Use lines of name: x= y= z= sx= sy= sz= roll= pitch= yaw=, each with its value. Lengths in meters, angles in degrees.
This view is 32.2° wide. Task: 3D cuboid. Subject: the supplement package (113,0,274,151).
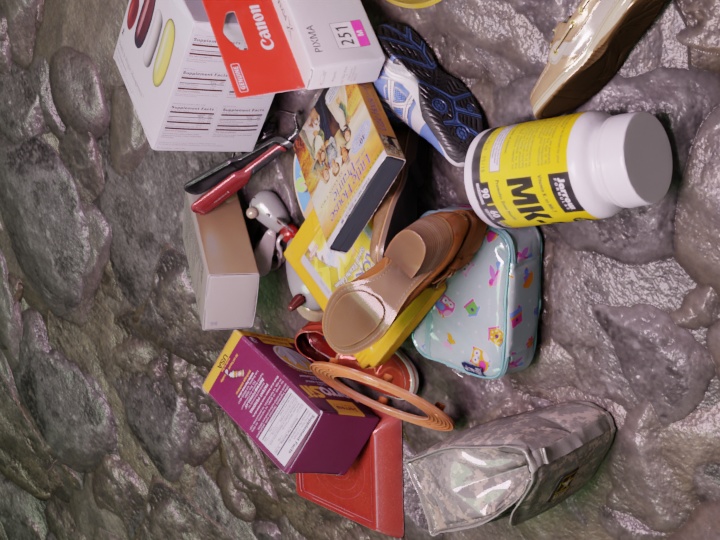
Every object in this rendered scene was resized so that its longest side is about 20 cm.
supplement package: x=-0.202 y=-0.289 z=1.589 sx=0.191 sy=0.147 sz=0.200 roll=61 pitch=140 yaw=35

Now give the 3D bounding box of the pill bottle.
pill bottle: x=0.219 y=-0.108 z=1.319 sx=0.200 sy=0.114 sz=0.114 roll=-5 pitch=103 yaw=45

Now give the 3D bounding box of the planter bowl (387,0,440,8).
planter bowl: x=0.028 y=-0.392 z=1.407 sx=0.200 sy=0.083 sz=0.201 roll=18 pitch=118 yaw=37

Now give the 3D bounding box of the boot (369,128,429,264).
boot: x=0.028 y=-0.083 z=1.461 sx=0.075 sy=0.200 sz=0.074 roll=2 pitch=143 yaw=16

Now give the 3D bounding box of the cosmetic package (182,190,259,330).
cosmetic package: x=-0.194 y=-0.022 z=1.710 sx=0.200 sy=0.071 sz=0.105 roll=-109 pitch=23 yaw=-44

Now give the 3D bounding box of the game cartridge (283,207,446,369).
game cartridge: x=0.000 y=0.000 z=1.530 sx=0.200 sy=0.032 sz=0.176 roll=55 pitch=133 yaw=22

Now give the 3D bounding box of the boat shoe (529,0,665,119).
boat shoe: x=0.236 y=-0.238 z=1.288 sx=0.200 sy=0.074 sz=0.066 roll=-50 pitch=58 yaw=41

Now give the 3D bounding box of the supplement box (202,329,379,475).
supplement box: x=-0.097 y=0.179 z=1.693 sx=0.200 sy=0.131 sz=0.103 roll=40 pitch=105 yaw=35

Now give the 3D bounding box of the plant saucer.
plant saucer: x=-0.027 y=0.269 z=1.768 sx=0.199 sy=0.037 sz=0.200 roll=17 pitch=118 yaw=39

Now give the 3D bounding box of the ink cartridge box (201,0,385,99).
ink cartridge box: x=-0.086 y=-0.299 z=1.452 sx=0.044 sy=0.173 sz=0.200 roll=113 pitch=141 yaw=-56

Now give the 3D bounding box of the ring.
ring: x=0.030 y=0.156 z=1.590 sx=0.200 sy=0.200 sz=0.019 roll=11 pitch=70 yaw=41

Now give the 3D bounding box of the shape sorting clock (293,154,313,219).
shape sorting clock: x=-0.012 y=-0.110 z=1.595 sx=0.200 sy=0.039 sz=0.200 roll=19 pitch=119 yaw=38

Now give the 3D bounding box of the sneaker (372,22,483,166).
sneaker: x=0.074 y=-0.197 z=1.460 sx=0.200 sy=0.076 sz=0.077 roll=58 pitch=143 yaw=22

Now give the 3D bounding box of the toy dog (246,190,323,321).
toy dog: x=-0.100 y=-0.011 z=1.678 sx=0.200 sy=0.096 sz=0.132 roll=36 pitch=128 yaw=28

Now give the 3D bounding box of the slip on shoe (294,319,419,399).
slip on shoe: x=-0.007 y=0.122 z=1.669 sx=0.200 sy=0.061 sz=0.074 roll=26 pitch=122 yaw=31

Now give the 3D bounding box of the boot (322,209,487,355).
boot: x=0.056 y=0.011 z=1.385 sx=0.074 sy=0.155 sz=0.200 roll=51 pitch=124 yaw=12

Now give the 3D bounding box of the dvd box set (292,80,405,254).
dvd box set: x=-0.018 y=-0.138 z=1.464 sx=0.146 sy=0.029 sz=0.200 roll=-57 pitch=35 yaw=33

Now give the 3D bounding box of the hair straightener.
hair straightener: x=-0.158 y=-0.160 z=1.663 sx=0.200 sy=0.041 sz=0.077 roll=-37 pitch=60 yaw=19

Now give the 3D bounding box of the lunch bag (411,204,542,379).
lunch bag: x=0.131 y=0.027 z=1.481 sx=0.160 sy=0.077 sz=0.200 roll=17 pitch=113 yaw=38

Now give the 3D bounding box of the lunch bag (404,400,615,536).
lunch bag: x=0.184 y=0.227 z=1.454 sx=0.200 sy=0.164 sz=0.118 roll=-27 pitch=82 yaw=47
